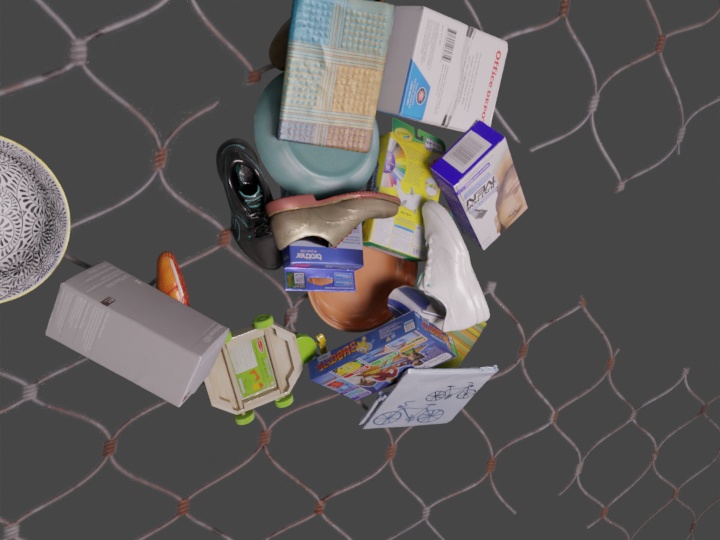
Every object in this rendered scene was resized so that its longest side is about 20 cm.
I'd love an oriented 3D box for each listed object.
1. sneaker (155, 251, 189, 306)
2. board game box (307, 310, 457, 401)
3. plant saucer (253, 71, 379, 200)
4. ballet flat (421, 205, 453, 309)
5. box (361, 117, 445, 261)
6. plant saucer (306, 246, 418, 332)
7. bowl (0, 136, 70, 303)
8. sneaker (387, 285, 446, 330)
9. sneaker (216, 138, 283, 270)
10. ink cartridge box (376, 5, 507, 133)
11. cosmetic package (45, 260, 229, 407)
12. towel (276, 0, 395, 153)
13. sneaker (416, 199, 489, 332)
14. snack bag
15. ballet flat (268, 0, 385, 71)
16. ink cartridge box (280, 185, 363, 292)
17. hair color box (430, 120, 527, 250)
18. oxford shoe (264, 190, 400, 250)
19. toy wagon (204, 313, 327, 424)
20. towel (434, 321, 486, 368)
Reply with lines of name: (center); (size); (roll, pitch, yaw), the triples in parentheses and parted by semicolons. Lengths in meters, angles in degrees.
sneaker: (-0.278, 0.073, 0.931); (0.076, 0.073, 0.202); (-3, 104, -15)
board game box: (0.036, 0.140, 1.037); (0.199, 0.035, 0.135); (-28, 143, 21)
plant saucer: (-0.052, -0.199, 0.940); (0.198, 0.036, 0.202); (3, 84, -27)
ballet flat: (0.125, -0.012, 1.065); (0.065, 0.071, 0.202); (1, 65, -23)
box: (0.066, -0.125, 1.027); (0.117, 0.048, 0.202); (18, 81, -31)
plant saucer: (0.000, 0.000, 1.063); (0.198, 0.037, 0.202); (-8, 110, -24)
bowl: (-0.455, -0.067, 0.785); (0.199, 0.094, 0.203); (-8, 108, -24)
sneaker: (0.093, 0.100, 1.089); (0.116, 0.080, 0.199); (-54, 153, 9)
sneaker: (-0.155, -0.083, 0.934); (0.075, 0.079, 0.201); (-23, 115, -8)
ink cartridge box: (0.116, -0.291, 0.977); (0.199, 0.084, 0.147); (1, 106, -44)
cosmetic package: (-0.285, 0.080, 0.854); (0.199, 0.107, 0.091); (25, 108, 0)
towel: (-0.035, -0.268, 0.889); (0.145, 0.022, 0.202); (3, 106, -27)
sneaker: (0.120, -0.005, 0.991); (0.088, 0.075, 0.202); (-21, 85, 1)
snack bag: (0.113, 0.215, 1.128); (0.187, 0.022, 0.201); (3, 140, -25)
ballet flat: (-0.040, -0.349, 0.914); (0.199, 0.072, 0.068); (-35, 106, -12)
ink cartridge box: (-0.056, -0.070, 0.965); (0.118, 0.042, 0.202); (3, 80, -26)
hair color box: (0.195, -0.131, 1.056); (0.109, 0.065, 0.200); (-43, 146, -2)
oxford shoe: (-0.033, -0.067, 0.918); (0.198, 0.070, 0.076); (-8, 83, -20)
toy wagon: (-0.148, 0.146, 1.034); (0.198, 0.040, 0.157); (-20, 113, -21)
towel: (0.145, 0.156, 1.196); (0.086, 0.018, 0.201); (34, 89, -25)
